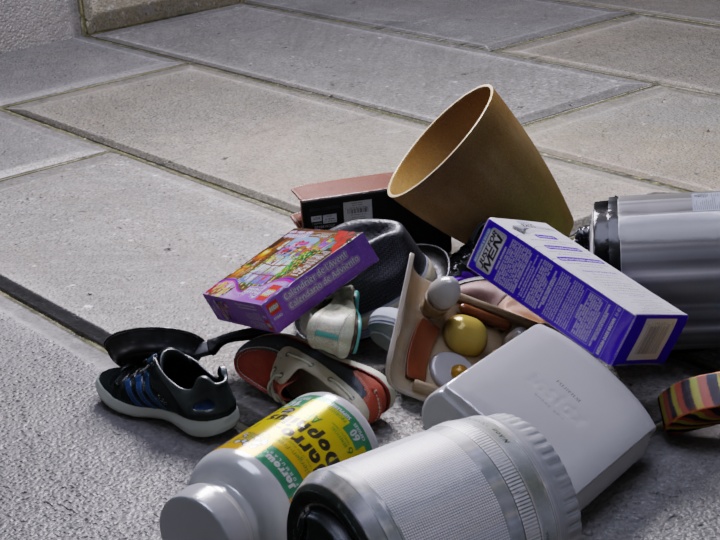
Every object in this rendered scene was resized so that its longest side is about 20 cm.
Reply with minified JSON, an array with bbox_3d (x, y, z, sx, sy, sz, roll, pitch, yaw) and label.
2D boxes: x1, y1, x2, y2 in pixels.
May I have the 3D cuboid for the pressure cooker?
[{"bbox_3d":[0.318,0.000,1.671,0.199,0.180,0.176,-3,-11,10],"label":"pressure cooker"}]

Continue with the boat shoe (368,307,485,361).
[{"bbox_3d":[0.062,0.097,1.627,0.067,0.074,0.200,-50,36,-14],"label":"boat shoe"}]

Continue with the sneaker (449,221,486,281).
[{"bbox_3d":[0.138,-0.009,1.847,0.199,0.100,0.070,-10,20,-18],"label":"sneaker"}]

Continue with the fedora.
[{"bbox_3d":[0.000,0.000,1.782,0.200,0.092,0.201,-21,29,12],"label":"fedora"}]

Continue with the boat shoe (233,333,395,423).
[{"bbox_3d":[-0.060,0.118,1.605,0.199,0.072,0.062,16,31,33],"label":"boat shoe"}]

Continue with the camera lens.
[{"bbox_3d":[0.054,0.211,1.207,0.199,0.161,0.160,-16,24,-30],"label":"camera lens"}]

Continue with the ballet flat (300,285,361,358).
[{"bbox_3d":[-0.031,0.049,1.626,0.062,0.068,0.200,10,4,-2],"label":"ballet flat"}]

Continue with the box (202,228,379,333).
[{"bbox_3d":[-0.079,0.007,1.659,0.137,0.039,0.200,-37,16,-18],"label":"box"}]

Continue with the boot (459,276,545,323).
[{"bbox_3d":[0.159,0.086,1.688,0.187,0.069,0.200,6,29,5],"label":"boot"}]

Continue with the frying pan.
[{"bbox_3d":[-0.189,0.091,1.692,0.189,0.031,0.115,3,-24,-10],"label":"frying pan"}]

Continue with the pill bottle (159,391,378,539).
[{"bbox_3d":[-0.080,0.193,1.345,0.112,0.114,0.200,11,25,35],"label":"pill bottle"}]

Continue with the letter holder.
[{"bbox_3d":[0.007,-0.077,2.056,0.199,0.101,0.142,-8,19,-12],"label":"letter holder"}]

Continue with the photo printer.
[{"bbox_3d":[0.174,0.139,1.419,0.166,0.070,0.200,43,40,18],"label":"photo printer"}]

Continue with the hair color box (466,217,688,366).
[{"bbox_3d":[0.218,0.021,1.552,0.200,0.065,0.109,38,22,34],"label":"hair color box"}]

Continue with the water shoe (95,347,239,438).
[{"bbox_3d":[-0.203,0.114,1.618,0.199,0.079,0.071,12,26,37],"label":"water shoe"}]

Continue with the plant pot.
[{"bbox_3d":[0.167,-0.097,1.924,0.186,0.200,0.187,-44,14,14],"label":"plant pot"}]

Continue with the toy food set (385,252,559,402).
[{"bbox_3d":[0.126,0.074,1.530,0.199,0.061,0.144,21,50,-9],"label":"toy food set"}]

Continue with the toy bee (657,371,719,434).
[{"bbox_3d":[0.386,0.103,1.473,0.199,0.109,0.131,-29,64,-7],"label":"toy bee"}]
